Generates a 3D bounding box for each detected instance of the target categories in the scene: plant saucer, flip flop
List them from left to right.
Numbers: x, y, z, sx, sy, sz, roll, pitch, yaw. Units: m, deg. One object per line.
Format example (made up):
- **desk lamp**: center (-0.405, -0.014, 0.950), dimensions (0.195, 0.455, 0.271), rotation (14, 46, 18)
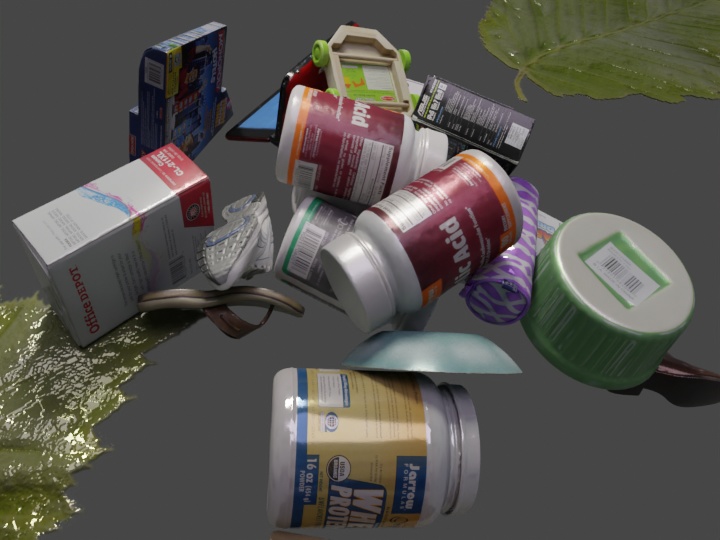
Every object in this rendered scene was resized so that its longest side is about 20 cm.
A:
- **flip flop**: center (-0.163, 0.051, 0.687), dimensions (0.192, 0.081, 0.060), rotation (1, 81, -13)
- **plant saucer**: center (0.075, 0.087, 0.626), dimensions (0.193, 0.201, 0.040), rotation (3, 83, -9)

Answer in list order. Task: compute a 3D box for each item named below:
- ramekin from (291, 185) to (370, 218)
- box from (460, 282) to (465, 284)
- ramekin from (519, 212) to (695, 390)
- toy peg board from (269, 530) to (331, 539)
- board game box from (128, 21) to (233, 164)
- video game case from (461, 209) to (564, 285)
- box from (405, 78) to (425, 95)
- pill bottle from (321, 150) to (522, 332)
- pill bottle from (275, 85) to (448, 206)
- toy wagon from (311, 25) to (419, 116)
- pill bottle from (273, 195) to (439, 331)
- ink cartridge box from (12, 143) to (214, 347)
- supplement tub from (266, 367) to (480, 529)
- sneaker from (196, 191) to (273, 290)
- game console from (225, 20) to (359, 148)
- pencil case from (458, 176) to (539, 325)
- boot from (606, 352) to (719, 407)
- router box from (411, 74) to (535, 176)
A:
- **ramekin**: center (-0.001, -0.119, 0.829), dimensions (0.194, 0.096, 0.208), rotation (6, 53, -7)
- **box**: center (0.168, -0.068, 0.863), dimensions (0.106, 0.035, 0.205), rotation (13, 52, -2)
- **ramekin**: center (0.296, 0.028, 0.702), dimensions (0.192, 0.099, 0.205), rotation (5, 52, -7)
- **toy peg board**: center (-0.004, 0.356, 0.486), dimensions (0.193, 0.100, 0.202), rotation (12, 36, -3)
- **board game box**: center (-0.251, -0.251, 0.842), dimensions (0.060, 0.204, 0.201), rotation (21, 37, 6)
- **video game case**: center (0.202, -0.034, 0.804), dimensions (0.195, 0.024, 0.185), rotation (26, 51, -6)
- **box**: center (0.084, -0.259, 0.974), dimensions (0.193, 0.061, 0.119), rotation (18, 52, 3)
- **pill bottle**: center (0.063, -0.030, 0.611), dimensions (0.197, 0.115, 0.115), rotation (-32, 63, -14)
- **pill bottle**: center (0.001, -0.143, 0.710), dimensions (0.193, 0.116, 0.117), rotation (13, 51, -7)
- **toy wagon**: center (0.015, -0.241, 0.810), dimensions (0.151, 0.039, 0.207), rotation (-7, 79, -32)
- **pill bottle**: center (0.000, 0.000, 0.722), dimensions (0.195, 0.114, 0.115), rotation (27, 51, 0)
- **ink cartridge box**: center (-0.271, -0.032, 0.674), dimensions (0.082, 0.148, 0.198), rotation (39, 55, 21)
- **supplement tub**: center (0.007, 0.174, 0.576), dimensions (0.192, 0.147, 0.148), rotation (3, 52, -8)
- **sneaker**: center (-0.134, -0.026, 0.697), dimensions (0.072, 0.089, 0.201), rotation (-17, 23, 12)
- **game console**: center (-0.107, -0.290, 0.891), dimensions (0.117, 0.174, 0.202), rotation (30, 53, 9)
- **pencil case**: center (0.175, -0.029, 0.723), dimensions (0.083, 0.085, 0.204), rotation (18, 49, 3)
- **boot**: center (0.394, 0.074, 0.790), dimensions (0.179, 0.065, 0.204), rotation (11, 47, -6)
- **router box**: center (0.150, -0.187, 0.807), dimensions (0.146, 0.200, 0.064), rotation (24, 93, 6)
